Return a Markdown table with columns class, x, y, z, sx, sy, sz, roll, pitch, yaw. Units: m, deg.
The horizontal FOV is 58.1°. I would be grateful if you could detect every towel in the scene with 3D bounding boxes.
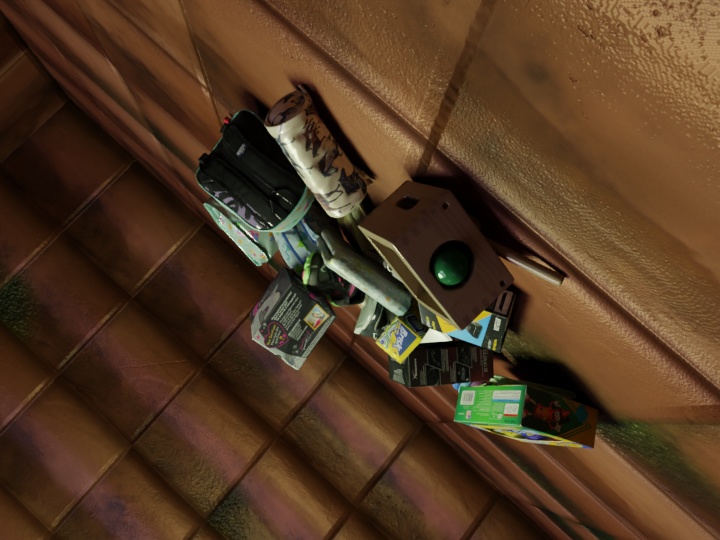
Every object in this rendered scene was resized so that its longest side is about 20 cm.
| class | x | y | z | sx | sy | sz | roll | pitch | yaw |
| --- | --- | --- | --- | --- | --- | --- | --- | --- | --- |
| towel | 0.000 | 0.000 | 1.201 | 0.170 | 0.048 | 0.200 | 32 | -172 | -18 |
| towel | 0.309 | 0.235 | 1.246 | 0.150 | 0.024 | 0.200 | 11 | 163 | 3 |

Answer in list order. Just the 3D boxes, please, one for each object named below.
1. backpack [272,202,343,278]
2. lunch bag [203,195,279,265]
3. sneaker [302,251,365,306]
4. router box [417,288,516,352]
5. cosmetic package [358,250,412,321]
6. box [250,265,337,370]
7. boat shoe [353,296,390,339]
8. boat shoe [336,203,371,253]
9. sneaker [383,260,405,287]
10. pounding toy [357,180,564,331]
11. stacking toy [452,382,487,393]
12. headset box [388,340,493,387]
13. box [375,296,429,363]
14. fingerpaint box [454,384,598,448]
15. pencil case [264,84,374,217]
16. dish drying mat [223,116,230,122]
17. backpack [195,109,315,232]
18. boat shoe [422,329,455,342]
| class | x | y | z | sx | sy | sz | roll | pitch | yaw |
| --- | --- | --- | --- | --- | --- | --- | --- | --- | --- |
| backpack | -0.109 | -0.064 | 1.363 | 0.163 | 0.153 | 0.202 | 35 | -143 | -43 |
| lunch bag | -0.241 | -0.140 | 1.503 | 0.200 | 0.171 | 0.122 | 44 | 160 | -9 |
| sneaker | -0.048 | 0.018 | 1.246 | 0.083 | 0.078 | 0.200 | 5 | 166 | 26 |
| router box | 0.172 | 0.066 | 1.066 | 0.147 | 0.052 | 0.200 | 18 | 162 | 16 |
| cosmetic package | 0.058 | 0.064 | 1.417 | 0.200 | 0.103 | 0.087 | 50 | 167 | -25 |
| box | -0.140 | 0.088 | 1.285 | 0.114 | 0.133 | 0.200 | 36 | -178 | -14 |
| boat shoe | 0.031 | 0.094 | 1.284 | 0.060 | 0.077 | 0.200 | 19 | 169 | -2 |
| boat shoe | -0.014 | -0.116 | 1.161 | 0.073 | 0.063 | 0.202 | 40 | 164 | 46 |
| sneaker | 0.072 | -0.017 | 1.081 | 0.081 | 0.076 | 0.201 | -7 | 145 | 19 |
| pounding toy | 0.128 | -0.025 | 0.872 | 0.185 | 0.142 | 0.200 | 49 | 175 | -20 |
| stacking toy | 0.226 | 0.236 | 1.537 | 0.200 | 0.085 | 0.086 | 41 | 169 | 28 |
| headset box | 0.170 | 0.187 | 1.330 | 0.197 | 0.078 | 0.149 | -1 | 178 | -14 |
| box | 0.099 | 0.101 | 1.253 | 0.064 | 0.070 | 0.200 | 41 | -157 | 4 |
| fingerpaint box | 0.295 | 0.264 | 1.175 | 0.165 | 0.074 | 0.199 | 21 | 162 | -22 |
| pencil case | -0.064 | -0.181 | 1.002 | 0.201 | 0.089 | 0.078 | 53 | 169 | -34 |
| dish drying mat | -0.204 | -0.255 | 1.358 | 0.199 | 0.018 | 0.077 | 37 | 167 | 24 |
| backpack | -0.177 | -0.168 | 1.203 | 0.199 | 0.176 | 0.153 | 40 | -175 | 15 |
| boat shoe | 0.146 | 0.138 | 1.510 | 0.198 | 0.061 | 0.074 | 7 | 117 | 45 |
